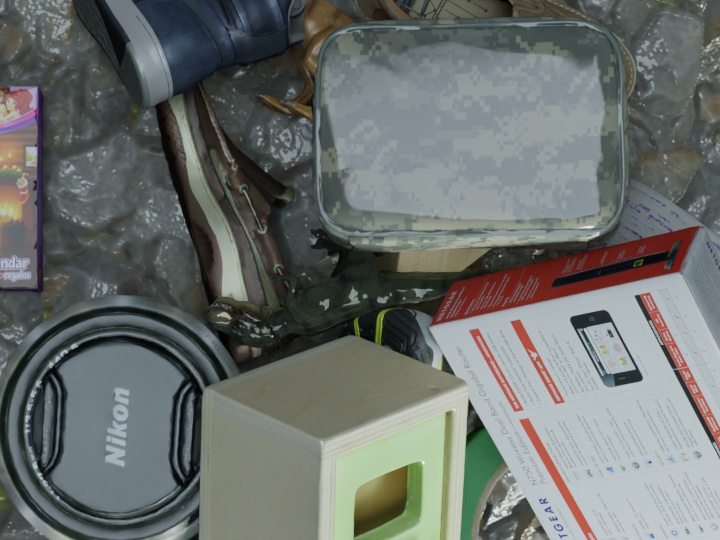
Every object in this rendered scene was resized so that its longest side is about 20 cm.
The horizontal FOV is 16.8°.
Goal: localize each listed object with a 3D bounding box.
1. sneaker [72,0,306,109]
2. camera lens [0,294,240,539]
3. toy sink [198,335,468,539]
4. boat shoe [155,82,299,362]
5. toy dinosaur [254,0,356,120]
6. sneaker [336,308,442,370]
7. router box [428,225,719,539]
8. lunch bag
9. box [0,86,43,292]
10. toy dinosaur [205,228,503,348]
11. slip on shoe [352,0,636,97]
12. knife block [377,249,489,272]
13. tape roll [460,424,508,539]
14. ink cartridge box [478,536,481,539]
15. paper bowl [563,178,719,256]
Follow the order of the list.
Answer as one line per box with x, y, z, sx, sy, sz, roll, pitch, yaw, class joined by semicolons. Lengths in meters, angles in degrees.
-0.116;-0.200;1.616;0.145;0.077;0.203;-23;53;-14;sneaker
-0.149;0.099;1.554;0.159;0.200;0.161;0;87;-3;camera lens
-0.015;0.161;1.470;0.112;0.130;0.201;21;117;39;toy sink
-0.081;-0.045;1.634;0.074;0.075;0.204;-17;98;-9;boat shoe
-0.016;-0.149;1.645;0.199;0.060;0.107;27;84;-1;toy dinosaur
0.023;0.081;1.578;0.076;0.200;0.076;-11;64;-22;sneaker
0.165;0.081;1.485;0.179;0.049;0.201;-12;119;34;router box
0.065;-0.077;1.491;0.198;0.168;0.140;-2;84;4;lunch bag
-0.313;-0.054;1.637;0.198;0.039;0.138;-1;86;-2;box
0.000;0.000;1.575;0.199;0.048;0.089;-14;48;16;toy dinosaur
0.090;-0.150;1.553;0.199;0.061;0.076;26;91;-16;slip on shoe
0.054;-0.103;1.619;0.200;0.064;0.176;-37;106;-3;knife block
0.133;0.187;1.606;0.199;0.048;0.202;4;76;-17;tape roll
-0.007;0.228;1.630;0.199;0.044;0.094;-35;87;-4;ink cartridge box
0.214;0.040;1.572;0.200;0.201;0.105;40;88;0;paper bowl
